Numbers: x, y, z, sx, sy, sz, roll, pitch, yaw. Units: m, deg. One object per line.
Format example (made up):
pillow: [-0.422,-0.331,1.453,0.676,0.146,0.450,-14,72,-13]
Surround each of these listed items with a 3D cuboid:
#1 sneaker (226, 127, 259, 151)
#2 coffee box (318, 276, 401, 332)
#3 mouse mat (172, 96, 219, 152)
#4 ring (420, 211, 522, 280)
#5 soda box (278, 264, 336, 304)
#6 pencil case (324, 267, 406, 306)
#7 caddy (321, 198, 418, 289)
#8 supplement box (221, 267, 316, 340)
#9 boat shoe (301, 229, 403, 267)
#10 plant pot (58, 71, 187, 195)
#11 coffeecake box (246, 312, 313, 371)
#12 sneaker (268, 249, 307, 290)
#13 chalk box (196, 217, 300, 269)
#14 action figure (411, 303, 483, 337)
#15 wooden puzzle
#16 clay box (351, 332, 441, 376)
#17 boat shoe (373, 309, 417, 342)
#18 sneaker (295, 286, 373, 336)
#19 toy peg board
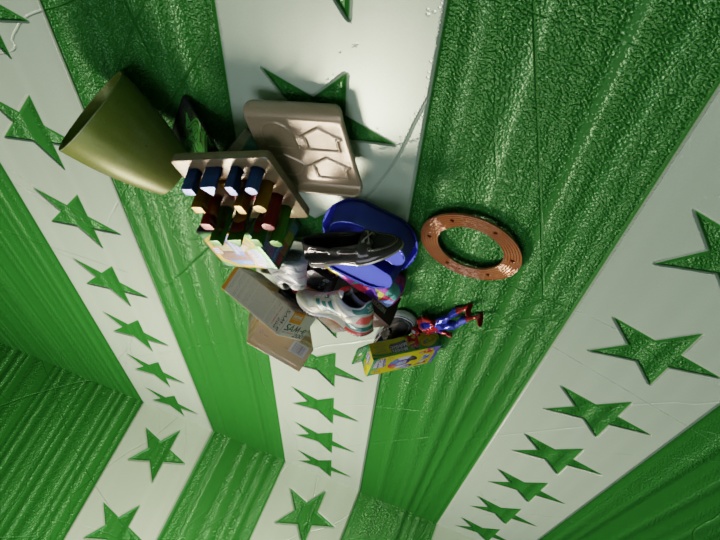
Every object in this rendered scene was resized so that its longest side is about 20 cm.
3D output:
sneaker: [-0.237,-0.198,1.452,0.080,0.071,0.200,37,148,-13]
coffee box: [-0.020,0.075,1.728,0.114,0.080,0.200,42,147,-27]
mouse mat: [-0.324,-0.227,1.453,0.161,0.008,0.200,58,149,7]
ring: [0.211,-0.047,1.413,0.200,0.019,0.200,19,152,11]
soda box: [-0.116,0.012,1.706,0.063,0.071,0.200,33,151,-15]
pencil case: [0.000,0.000,1.587,0.200,0.088,0.088,31,151,-10]
caddy: [0.014,-0.057,1.465,0.200,0.105,0.141,26,127,-2]
supplement box: [-0.220,0.078,1.785,0.200,0.074,0.126,37,-176,24]
boat shoe: [-0.021,-0.046,1.374,0.200,0.067,0.057,-8,127,26]
plant pot: [-0.431,-0.242,1.419,0.200,0.187,0.187,38,149,-28]
coffeecake box: [-0.207,0.157,1.903,0.153,0.073,0.200,32,-170,-15]
sneaker: [-0.184,-0.008,1.650,0.200,0.078,0.099,32,134,50]
chalk box: [-0.217,-0.086,1.568,0.200,0.125,0.124,5,145,34]
action figure: [0.184,0.121,1.677,0.065,0.052,0.200,34,150,-26]
wooden puzzle: [-0.096,-0.223,1.325,0.185,0.046,0.200,7,142,19]
clay box: [0.084,0.202,1.781,0.200,0.048,0.115,-12,155,-14]
boat shoe: [0.081,0.156,1.808,0.069,0.057,0.200,27,151,-5]
sneaker: [-0.052,0.064,1.615,0.200,0.070,0.093,26,126,27]
toy peg board: [-0.228,-0.123,1.380,0.200,0.098,0.199,1,153,20]
